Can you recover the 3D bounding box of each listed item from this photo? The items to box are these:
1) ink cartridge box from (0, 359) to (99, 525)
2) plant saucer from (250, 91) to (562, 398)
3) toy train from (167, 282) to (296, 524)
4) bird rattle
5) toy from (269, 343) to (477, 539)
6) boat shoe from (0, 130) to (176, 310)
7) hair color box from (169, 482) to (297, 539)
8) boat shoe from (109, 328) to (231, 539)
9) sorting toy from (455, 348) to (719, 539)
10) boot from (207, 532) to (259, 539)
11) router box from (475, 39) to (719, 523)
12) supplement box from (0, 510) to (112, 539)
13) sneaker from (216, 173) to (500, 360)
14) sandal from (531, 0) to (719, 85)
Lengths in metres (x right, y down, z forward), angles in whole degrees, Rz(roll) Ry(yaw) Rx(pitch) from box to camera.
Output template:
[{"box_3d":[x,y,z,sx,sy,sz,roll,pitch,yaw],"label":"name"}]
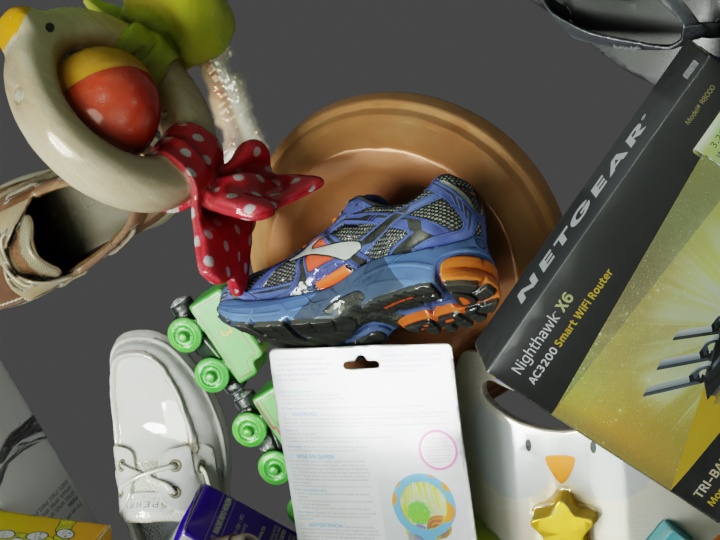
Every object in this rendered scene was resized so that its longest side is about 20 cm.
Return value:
[{"box_3d":[-0.285,0.130,1.389,0.144,0.084,0.201,-24,104,28],"label":"ink cartridge box"},{"box_3d":[0.023,-0.004,1.233,0.199,0.037,0.202,9,116,19],"label":"plant saucer"},{"box_3d":[-0.047,0.093,1.304,0.056,0.042,0.201,-31,99,19],"label":"toy train"},{"box_3d":[-0.125,-0.080,1.175,0.112,0.162,0.201,-35,64,41],"label":"bird rattle"},{"box_3d":[0.019,0.137,1.214,0.114,0.047,0.202,-3,99,25],"label":"toy"},{"box_3d":[-0.195,-0.023,1.291,0.199,0.072,0.076,-31,99,30],"label":"boat shoe"},{"box_3d":[-0.038,0.230,1.292,0.199,0.065,0.110,28,117,-5],"label":"hair color box"},{"box_3d":[-0.121,0.138,1.334,0.070,0.069,0.202,-6,109,26],"label":"boat shoe"},{"box_3d":[0.123,0.127,1.211,0.198,0.107,0.181,-1,111,22],"label":"sorting toy"},{"box_3d":[-0.065,0.251,1.233,0.146,0.070,0.200,-35,103,24],"label":"boot"},{"box_3d":[0.180,0.007,1.107,0.157,0.052,0.201,32,101,-12],"label":"router box"},{"box_3d":[-0.258,0.217,1.306,0.198,0.110,0.110,5,116,19],"label":"supplement box"},{"box_3d":[0.000,0.000,1.188,0.199,0.079,0.075,-13,151,38],"label":"sneaker"},{"box_3d":[0.129,-0.148,1.121,0.199,0.043,0.076,27,120,9],"label":"sandal"}]
